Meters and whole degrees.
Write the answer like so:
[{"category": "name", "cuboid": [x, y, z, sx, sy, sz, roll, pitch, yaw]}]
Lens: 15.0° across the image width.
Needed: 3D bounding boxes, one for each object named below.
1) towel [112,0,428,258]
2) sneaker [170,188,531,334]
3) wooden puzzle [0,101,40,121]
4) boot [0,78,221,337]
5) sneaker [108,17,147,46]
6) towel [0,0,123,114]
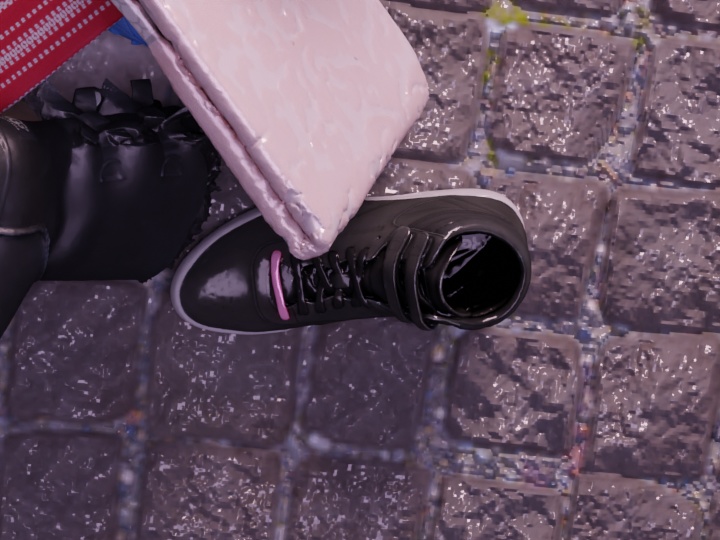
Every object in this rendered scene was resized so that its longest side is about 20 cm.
[{"category": "towel", "cuboid": [-0.048, -0.122, 1.375, 0.032, 0.200, 0.191, -29, 104, 29]}, {"category": "sneaker", "cuboid": [0.000, 0.000, 1.452, 0.199, 0.099, 0.071, -10, 103, -8]}, {"category": "wooden puzzle", "cuboid": [-0.278, -0.017, 1.412, 0.184, 0.037, 0.201, 18, 92, -29]}, {"category": "boot", "cuboid": [-0.165, -0.006, 1.409, 0.162, 0.073, 0.199, -7, 128, -46]}, {"category": "sneaker", "cuboid": [-0.135, -0.156, 1.419, 0.078, 0.066, 0.200, -41, 103, 10]}, {"category": "towel", "cuboid": [-0.211, -0.182, 1.376, 0.144, 0.022, 0.200, -35, 94, 19]}]
